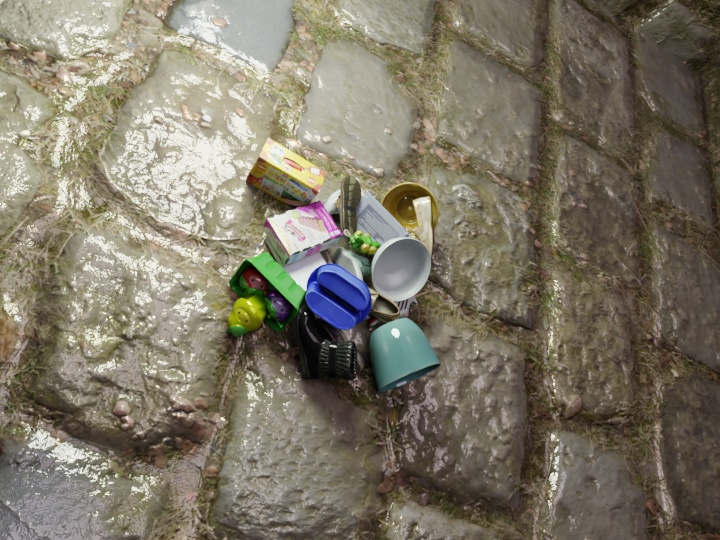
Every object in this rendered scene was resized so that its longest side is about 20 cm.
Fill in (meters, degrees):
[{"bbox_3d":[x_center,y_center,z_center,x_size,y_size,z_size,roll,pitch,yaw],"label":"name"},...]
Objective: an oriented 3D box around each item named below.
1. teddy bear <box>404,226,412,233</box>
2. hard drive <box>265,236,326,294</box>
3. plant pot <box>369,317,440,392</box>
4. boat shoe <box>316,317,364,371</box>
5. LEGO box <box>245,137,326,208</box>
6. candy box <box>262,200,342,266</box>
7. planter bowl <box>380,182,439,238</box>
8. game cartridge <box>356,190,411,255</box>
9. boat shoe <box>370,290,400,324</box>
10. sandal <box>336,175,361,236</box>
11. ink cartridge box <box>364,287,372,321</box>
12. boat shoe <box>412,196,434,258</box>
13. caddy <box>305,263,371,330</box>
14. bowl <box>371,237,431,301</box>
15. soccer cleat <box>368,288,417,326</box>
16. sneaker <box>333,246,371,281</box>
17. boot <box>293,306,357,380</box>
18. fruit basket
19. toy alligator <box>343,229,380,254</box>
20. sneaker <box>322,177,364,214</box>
[{"bbox_3d":[0.116,-0.075,1.831,0.143,0.067,0.204,-26,91,2],"label":"teddy bear"},{"bbox_3d":[-0.177,-0.032,1.667,0.130,0.026,0.202,-22,71,-32],"label":"hard drive"},{"bbox_3d":[0.115,0.238,1.660,0.197,0.201,0.164,-11,69,-31],"label":"plant pot"},{"bbox_3d":[-0.070,0.224,1.629,0.201,0.074,0.073,49,57,-3],"label":"boat shoe"},{"bbox_3d":[-0.222,-0.279,1.686,0.197,0.149,0.079,28,60,-16],"label":"LEGO box"},{"bbox_3d":[-0.168,-0.113,1.667,0.198,0.061,0.138,-25,72,-35],"label":"candy box"},{"bbox_3d":[0.162,-0.198,1.882,0.200,0.201,0.084,42,19,-8],"label":"planter bowl"},{"bbox_3d":[0.047,-0.131,1.780,0.133,0.041,0.200,-45,91,4],"label":"game cartridge"},{"bbox_3d":[0.032,0.089,1.674,0.196,0.074,0.077,24,65,-1],"label":"boat shoe"},{"bbox_3d":[-0.042,-0.195,1.735,0.081,0.054,0.205,16,69,-42],"label":"sandal"},{"bbox_3d":[-0.051,0.067,1.720,0.197,0.037,0.096,29,60,-18],"label":"ink cartridge box"},{"bbox_3d":[0.199,-0.133,1.820,0.067,0.074,0.206,-2,100,10],"label":"boat shoe"},{"bbox_3d":[-0.062,0.073,1.580,0.198,0.105,0.143,34,101,-2],"label":"caddy"},{"bbox_3d":[0.110,-0.016,1.729,0.196,0.090,0.206,-9,114,-19],"label":"bowl"},{"bbox_3d":[0.105,0.124,1.768,0.199,0.068,0.086,-40,98,-35],"label":"soccer cleat"},{"bbox_3d":[0.000,-0.001,1.704,0.116,0.075,0.201,16,25,-28],"label":"sneaker"},{"bbox_3d":[-0.091,0.197,1.556,0.079,0.154,0.217,-24,105,-64],"label":"boot"},{"bbox_3d":[-0.275,0.083,1.535,0.212,0.155,0.220,22,47,-25],"label":"fruit basket"},{"bbox_3d":[-0.009,-0.081,1.691,0.198,0.054,0.060,15,45,-56],"label":"toy alligator"},{"bbox_3d":[-0.049,-0.211,1.803,0.199,0.078,0.100,-41,97,-33],"label":"sneaker"}]
